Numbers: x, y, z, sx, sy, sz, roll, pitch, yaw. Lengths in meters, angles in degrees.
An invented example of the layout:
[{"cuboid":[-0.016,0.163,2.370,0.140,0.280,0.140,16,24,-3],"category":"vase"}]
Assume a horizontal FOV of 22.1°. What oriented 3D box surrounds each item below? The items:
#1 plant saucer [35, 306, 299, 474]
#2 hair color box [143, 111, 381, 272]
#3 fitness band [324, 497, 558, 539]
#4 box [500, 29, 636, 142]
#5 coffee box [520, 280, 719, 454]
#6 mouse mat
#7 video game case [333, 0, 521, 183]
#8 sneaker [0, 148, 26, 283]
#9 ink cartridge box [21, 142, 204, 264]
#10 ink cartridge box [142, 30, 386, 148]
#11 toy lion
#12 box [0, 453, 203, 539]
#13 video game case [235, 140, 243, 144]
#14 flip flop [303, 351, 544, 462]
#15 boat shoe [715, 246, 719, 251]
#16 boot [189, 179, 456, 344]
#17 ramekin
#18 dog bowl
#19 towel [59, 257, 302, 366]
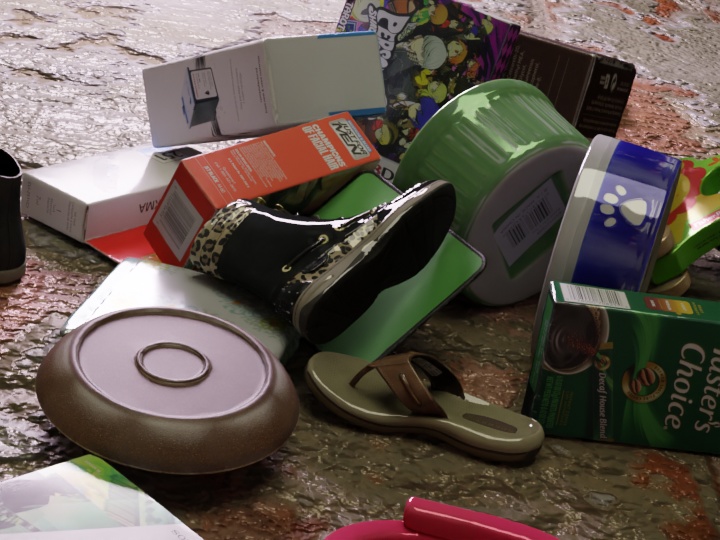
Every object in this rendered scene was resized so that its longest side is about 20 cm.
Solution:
[{"cuboid":[-0.141,0.080,1.375,0.198,0.032,0.201,8,28,-4],"category":"plant saucer"},{"cuboid":[-0.088,-0.068,1.684,0.199,0.111,0.064,-22,67,-39],"category":"hair color box"},{"cuboid":[0.067,0.215,1.236,0.198,0.038,0.144,13,27,9],"category":"fitness band"},{"cuboid":[0.154,-0.167,1.916,0.199,0.166,0.166,20,10,21],"category":"box"},{"cuboid":[0.240,0.082,1.501,0.198,0.124,0.044,8,23,-7],"category":"coffee box"},{"cuboid":[0.000,0.000,1.608,0.161,0.008,0.200,-40,42,-9],"category":"mouse mat"},{"cuboid":[0.045,-0.184,1.853,0.180,0.202,0.036,26,11,22],"category":"video game case"},{"cuboid":[-0.369,-0.073,1.626,0.199,0.107,0.075,21,27,24],"category":"sneaker"},{"cuboid":[-0.190,-0.063,1.749,0.175,0.045,0.199,26,28,33],"category":"ink cartridge box"},{"cuboid":[-0.095,-0.175,1.789,0.146,0.087,0.199,-10,2,-41],"category":"ink cartridge box"},{"cuboid":[0.317,-0.062,1.826,0.199,0.069,0.192,-27,27,5],"category":"toy lion"},{"cuboid":[-0.213,0.188,1.202,0.199,0.037,0.144,-13,33,-44],"category":"box"},{"cuboid":[-0.017,-0.086,1.870,0.198,0.018,0.143,7,23,-22],"category":"video game case"},{"cuboid":[0.053,0.098,1.471,0.198,0.058,0.081,17,28,12],"category":"flip flop"},{"cuboid":[0.397,-0.018,1.840,0.073,0.069,0.199,-13,21,-36],"category":"boat shoe"},{"cuboid":[-0.030,-0.034,1.562,0.153,0.074,0.203,26,51,33],"category":"boot"},{"cuboid":[0.132,-0.065,1.698,0.199,0.201,0.098,-10,38,-37],"category":"ramekin"},{"cuboid":[0.213,-0.011,1.597,0.078,0.202,0.200,17,25,10],"category":"dog bowl"},{"cuboid":[-0.143,0.055,1.509,0.170,0.049,0.200,16,25,7],"category":"towel"}]
